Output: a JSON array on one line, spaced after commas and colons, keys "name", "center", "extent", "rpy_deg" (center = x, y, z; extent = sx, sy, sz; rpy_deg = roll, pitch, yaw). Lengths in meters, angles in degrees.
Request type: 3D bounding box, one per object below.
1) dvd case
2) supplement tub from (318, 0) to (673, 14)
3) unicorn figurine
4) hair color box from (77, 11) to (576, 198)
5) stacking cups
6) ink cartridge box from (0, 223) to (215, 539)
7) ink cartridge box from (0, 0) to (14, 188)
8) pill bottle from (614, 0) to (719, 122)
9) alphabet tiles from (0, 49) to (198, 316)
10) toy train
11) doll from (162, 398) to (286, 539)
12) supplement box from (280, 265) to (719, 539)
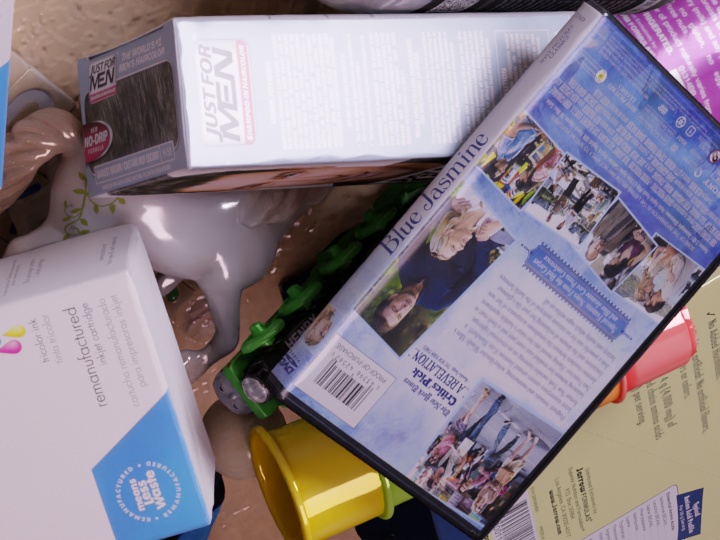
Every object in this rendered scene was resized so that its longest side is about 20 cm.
[{"name": "dvd case", "center": [0.070, 0.005, 1.048], "extent": [0.200, 0.018, 0.143], "rpy_deg": [-50, 131, 3]}, {"name": "supplement tub", "center": [0.071, -0.166, 1.061], "extent": [0.199, 0.123, 0.123], "rpy_deg": [-3, 127, -35]}, {"name": "unicorn figurine", "center": [-0.079, -0.018, 1.104], "extent": [0.199, 0.074, 0.138], "rpy_deg": [14, 120, -47]}, {"name": "hair color box", "center": [-0.004, -0.067, 1.047], "extent": [0.199, 0.099, 0.061], "rpy_deg": [-3, 86, -29]}, {"name": "stacking cups", "center": [0.053, 0.062, 1.118], "extent": [0.199, 0.061, 0.061], "rpy_deg": [-20, 135, -17]}, {"name": "ink cartridge box", "center": [-0.170, 0.068, 1.050], "extent": [0.199, 0.067, 0.117], "rpy_deg": [-16, 109, 3]}, {"name": "ink cartridge box", "center": [-0.232, -0.075, 0.947], "extent": [0.199, 0.068, 0.117], "rpy_deg": [-12, 129, -27]}, {"name": "pill bottle", "center": [0.169, -0.113, 1.192], "extent": [0.199, 0.112, 0.113], "rpy_deg": [-30, 138, -12]}, {"name": "alphabet tiles", "center": [-0.138, -0.022, 1.116], "extent": [0.167, 0.008, 0.200], "rpy_deg": [-45, 140, 5]}, {"name": "toy train", "center": [0.000, 0.000, 1.150], "extent": [0.042, 0.056, 0.200], "rpy_deg": [53, 50, -10]}, {"name": "doll", "center": [-0.125, 0.102, 1.146], "extent": [0.199, 0.049, 0.137], "rpy_deg": [-20, 141, 12]}, {"name": "supplement box", "center": [0.094, 0.062, 1.269], "extent": [0.199, 0.134, 0.201], "rpy_deg": [-29, 137, -13]}]
